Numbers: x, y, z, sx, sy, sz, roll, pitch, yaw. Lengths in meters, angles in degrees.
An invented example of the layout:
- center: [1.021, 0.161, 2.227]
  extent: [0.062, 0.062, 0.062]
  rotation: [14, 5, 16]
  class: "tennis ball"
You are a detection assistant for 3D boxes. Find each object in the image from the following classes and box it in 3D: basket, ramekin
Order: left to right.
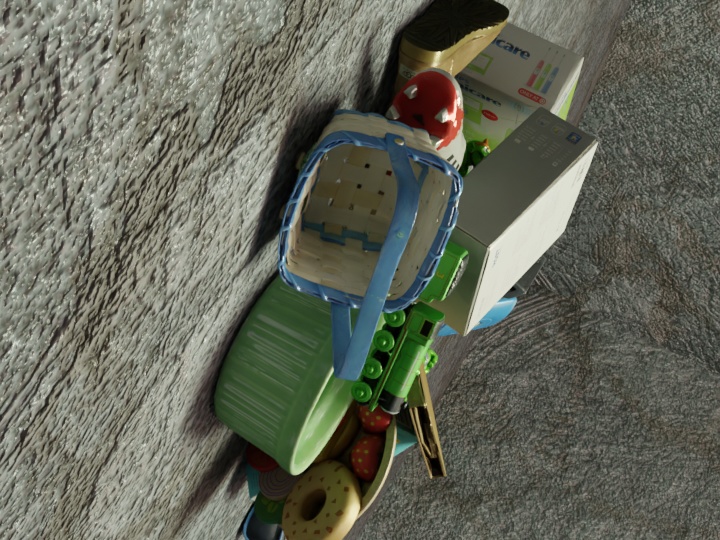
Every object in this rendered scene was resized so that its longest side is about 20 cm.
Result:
- center: [-0.057, 0.088, 1.042]
  extent: [0.200, 0.098, 0.200]
  rotation: [-58, 168, -20]
  class: "ramekin"
- center: [0.005, -0.030, 0.883]
  extent: [0.200, 0.139, 0.177]
  rotation: [-104, -150, -57]
  class: "basket"

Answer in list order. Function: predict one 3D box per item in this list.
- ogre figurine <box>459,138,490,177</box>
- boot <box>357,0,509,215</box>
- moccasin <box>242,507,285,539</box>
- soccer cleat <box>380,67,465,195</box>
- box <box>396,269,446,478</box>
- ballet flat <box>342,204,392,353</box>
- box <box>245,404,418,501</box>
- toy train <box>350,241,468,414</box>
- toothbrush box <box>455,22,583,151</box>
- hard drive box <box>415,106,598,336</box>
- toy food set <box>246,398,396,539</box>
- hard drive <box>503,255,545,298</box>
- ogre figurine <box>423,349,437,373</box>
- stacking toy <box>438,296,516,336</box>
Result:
- center: [0.098, -0.101, 1.231]
  extent: [0.200, 0.098, 0.120]
  rotation: [27, 63, -57]
  class: "ogre figurine"
- center: [0.068, -0.173, 1.101]
  extent: [0.175, 0.066, 0.200]
  rotation: [-35, 152, -42]
  class: "boot"
- center: [-0.085, 0.289, 1.460]
  extent: [0.200, 0.068, 0.080]
  rotation: [-62, 169, -6]
  class: "moccasin"
- center: [0.068, -0.125, 1.009]
  extent: [0.085, 0.069, 0.200]
  rotation: [-42, 159, -29]
  class: "soccer cleat"
- center: [0.059, 0.107, 1.185]
  extent: [0.164, 0.021, 0.200]
  rotation: [72, 6, -51]
  class: "box"
- center: [-0.009, 0.019, 1.123]
  extent: [0.071, 0.065, 0.200]
  rotation: [-105, -179, -57]
  class: "ballet flat"
- center: [-0.034, 0.211, 1.239]
  extent: [0.200, 0.082, 0.049]
  rotation: [-37, -137, 23]
  class: "box"
- center: [0.048, 0.056, 1.039]
  extent: [0.200, 0.056, 0.042]
  rotation: [-68, 168, 22]
  class: "toy train"
- center: [0.166, -0.201, 1.255]
  extent: [0.086, 0.145, 0.200]
  rotation: [-59, 169, -15]
  class: "toothbrush box"
- center: [0.151, -0.052, 1.133]
  extent: [0.200, 0.077, 0.156]
  rotation: [-43, 157, -31]
  class: "hard drive box"
- center: [-0.045, 0.195, 1.161]
  extent: [0.049, 0.198, 0.200]
  rotation: [32, 86, -41]
  class: "toy food set"
- center: [0.163, -0.055, 1.479]
  extent: [0.042, 0.200, 0.135]
  rotation: [-45, -179, 32]
  class: "hard drive"
- center: [0.024, 0.172, 1.547]
  extent: [0.200, 0.098, 0.120]
  rotation: [-20, 160, 0]
  class: "ogre figurine"
- center: [0.128, -0.014, 1.513]
  extent: [0.110, 0.200, 0.116]
  rotation: [-8, 164, -29]
  class: "stacking toy"
